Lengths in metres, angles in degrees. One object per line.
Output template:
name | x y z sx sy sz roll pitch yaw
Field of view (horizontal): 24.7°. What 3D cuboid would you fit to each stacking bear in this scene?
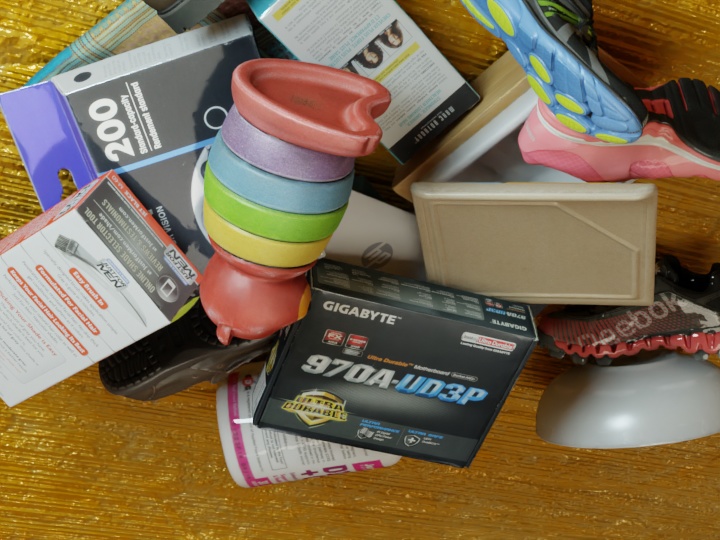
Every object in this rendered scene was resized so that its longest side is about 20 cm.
stacking bear | -0.062 -0.040 1.185 0.113 0.122 0.200 17 117 -2

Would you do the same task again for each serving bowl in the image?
serving bowl | 0.264 0.115 1.575 0.200 0.200 0.066 -8 96 -9

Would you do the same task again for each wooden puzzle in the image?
wooden puzzle | 0.140 -0.025 1.301 0.185 0.037 0.200 1 154 9

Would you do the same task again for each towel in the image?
towel | -0.149 -0.146 1.244 0.200 0.022 0.147 -34 136 21

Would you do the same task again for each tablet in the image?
tablet | 0.000 0.000 1.362 0.200 0.014 0.130 19 117 -37

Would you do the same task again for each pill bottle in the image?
pill bottle | -0.023 0.129 1.502 0.200 0.114 0.113 -10 140 8

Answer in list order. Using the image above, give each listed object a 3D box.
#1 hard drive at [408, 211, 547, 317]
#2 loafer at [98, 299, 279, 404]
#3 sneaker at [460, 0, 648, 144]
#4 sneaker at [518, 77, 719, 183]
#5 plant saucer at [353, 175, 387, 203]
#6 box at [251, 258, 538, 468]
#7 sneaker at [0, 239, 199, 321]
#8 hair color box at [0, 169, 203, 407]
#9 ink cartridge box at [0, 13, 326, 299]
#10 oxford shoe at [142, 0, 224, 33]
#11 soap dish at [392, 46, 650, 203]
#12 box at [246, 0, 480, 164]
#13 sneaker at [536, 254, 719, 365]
hard drive | 0.082 0.010 1.465 0.200 0.042 0.135 13 133 -36
loafer | -0.128 0.057 1.427 0.200 0.073 0.071 -21 152 11
sneaker | 0.144 -0.176 1.176 0.083 0.200 0.071 -29 157 -14
sneaker | 0.211 -0.101 1.260 0.200 0.074 0.087 9 147 -22
plant saucer | -0.065 -0.012 1.424 0.200 0.019 0.070 -29 138 14
box | 0.026 0.080 1.370 0.200 0.046 0.159 13 126 -16
sneaker | -0.225 0.004 1.345 0.200 0.074 0.081 -4 137 -8
hair color box | -0.229 0.017 1.251 0.200 0.064 0.111 -26 110 38
ink cartridge box | -0.148 -0.070 1.239 0.200 0.043 0.198 -18 120 1
oxford shoe | -0.086 -0.253 1.108 0.200 0.073 0.084 -42 115 16
soap dish | 0.143 -0.106 1.333 0.200 0.081 0.157 -39 134 25
box | 0.002 -0.169 1.232 0.082 0.049 0.200 -40 135 8
sneaker | 0.261 0.034 1.537 0.200 0.071 0.098 -5 110 16
